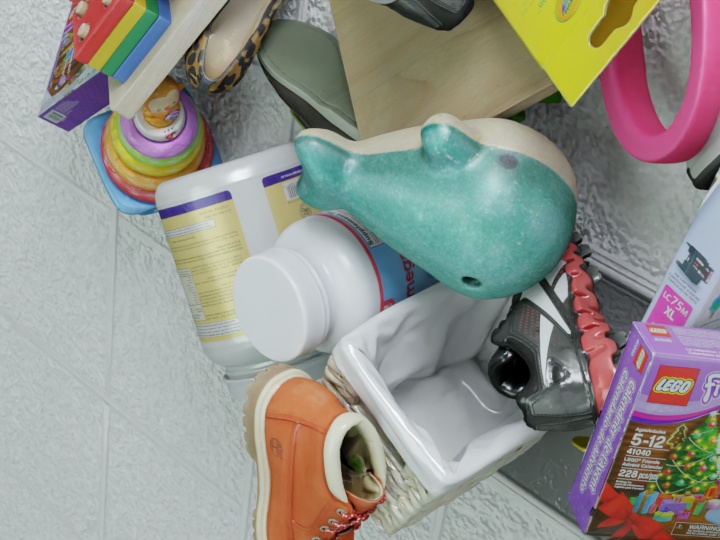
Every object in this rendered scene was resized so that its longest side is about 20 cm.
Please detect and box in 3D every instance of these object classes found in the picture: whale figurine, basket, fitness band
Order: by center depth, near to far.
[{"bbox_3d":[0.190,-0.168,0.825,0.144,0.037,0.202,159,108,-71],"label":"fitness band"},{"bbox_3d":[0.048,-0.041,0.902,0.198,0.104,0.159,10,151,3],"label":"whale figurine"},{"bbox_3d":[0.072,0.096,1.009,0.136,0.199,0.124,52,143,17],"label":"basket"}]

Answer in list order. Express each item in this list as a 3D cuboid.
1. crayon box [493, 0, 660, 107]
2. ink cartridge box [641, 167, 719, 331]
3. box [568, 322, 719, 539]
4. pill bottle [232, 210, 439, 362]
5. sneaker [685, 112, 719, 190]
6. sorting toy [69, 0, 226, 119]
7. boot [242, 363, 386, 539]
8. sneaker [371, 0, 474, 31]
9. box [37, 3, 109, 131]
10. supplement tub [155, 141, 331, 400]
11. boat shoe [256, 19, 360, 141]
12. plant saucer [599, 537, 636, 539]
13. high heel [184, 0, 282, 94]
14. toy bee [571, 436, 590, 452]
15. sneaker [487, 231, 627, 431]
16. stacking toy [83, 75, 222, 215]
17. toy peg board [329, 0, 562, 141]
[{"bbox_3d":[0.127,-0.210,0.795,0.127,0.051,0.201,-51,54,36],"label":"crayon box"},{"bbox_3d":[0.256,-0.039,0.807,0.042,0.119,0.201,49,137,32],"label":"ink cartridge box"},{"bbox_3d":[0.245,0.109,0.825,0.039,0.198,0.138,-109,29,-59],"label":"box"},{"bbox_3d":[0.000,0.000,1.033,0.108,0.199,0.110,21,122,39],"label":"pill bottle"},{"bbox_3d":[0.252,-0.150,0.817,0.116,0.075,0.201,59,136,27],"label":"sneaker"},{"bbox_3d":[-0.169,-0.264,1.077,0.200,0.069,0.200,-45,37,27],"label":"sorting toy"},{"bbox_3d":[-0.024,0.175,0.959,0.107,0.075,0.201,19,127,43],"label":"boot"},{"bbox_3d":[0.031,-0.223,0.895,0.066,0.090,0.201,-45,33,24],"label":"sneaker"},{"bbox_3d":[-0.229,-0.226,1.238,0.199,0.039,0.138,-19,53,49],"label":"box"},{"bbox_3d":[-0.088,-0.001,1.167,0.145,0.145,0.202,-10,100,48],"label":"supplement tub"},{"bbox_3d":[-0.029,-0.142,1.093,0.201,0.071,0.061,47,151,38],"label":"boat shoe"},{"bbox_3d":[0.251,0.293,1.026,0.199,0.032,0.202,20,120,39],"label":"plant saucer"},{"bbox_3d":[-0.081,-0.238,1.050,0.071,0.143,0.201,23,116,-12],"label":"high heel"},{"bbox_3d":[0.210,0.122,0.924,0.130,0.109,0.201,-5,114,30],"label":"toy bee"},{"bbox_3d":[0.132,0.040,0.934,0.201,0.097,0.071,-99,-9,-51],"label":"sneaker"},{"bbox_3d":[-0.181,-0.131,1.181,0.110,0.115,0.200,64,164,6],"label":"stacking toy"},{"bbox_3d":[0.082,-0.190,0.963,0.199,0.097,0.201,-26,73,47],"label":"toy peg board"}]
